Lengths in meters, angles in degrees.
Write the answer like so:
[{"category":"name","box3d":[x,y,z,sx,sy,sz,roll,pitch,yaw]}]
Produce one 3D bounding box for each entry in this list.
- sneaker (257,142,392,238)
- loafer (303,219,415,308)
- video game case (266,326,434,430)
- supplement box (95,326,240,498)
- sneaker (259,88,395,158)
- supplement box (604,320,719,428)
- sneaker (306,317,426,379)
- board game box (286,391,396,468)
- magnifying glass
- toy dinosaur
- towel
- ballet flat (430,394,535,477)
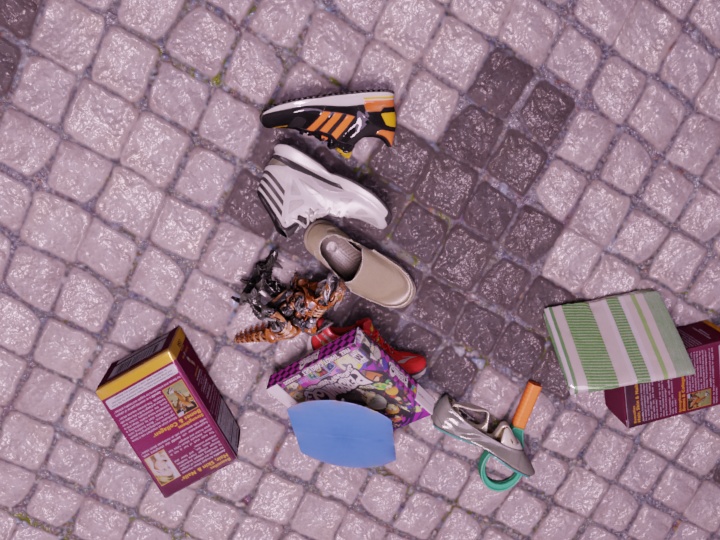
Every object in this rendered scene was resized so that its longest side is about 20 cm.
[{"category":"sneaker","box3d":[-0.058,-0.084,0.987,0.197,0.076,0.118,28,79,-4]},{"category":"loafer","box3d":[0.000,0.000,1.035,0.197,0.068,0.077,31,100,-14]},{"category":"video game case","box3d":[-0.017,0.187,1.044,0.197,0.036,0.181,-29,119,33]},{"category":"supplement box","box3d":[-0.284,0.213,1.044,0.128,0.103,0.204,-26,106,1]},{"category":"sneaker","box3d":[-0.043,-0.202,0.974,0.193,0.070,0.093,-9,103,-6]},{"category":"supplement box","box3d":[0.505,0.168,1.131,0.194,0.086,0.114,-13,106,-3]},{"category":"sneaker","box3d":[0.015,0.120,1.069,0.194,0.077,0.088,12,99,-10]},{"category":"board game box","box3d":[-0.023,0.233,1.036,0.153,0.040,0.203,3,139,10]},{"category":"magnifying glass","box3d":[0.260,0.283,1.169,0.077,0.022,0.206,16,102,-10]},{"category":"toy dinosaur","box3d":[-0.116,0.058,1.023,0.199,0.102,0.136,-40,111,5]},{"category":"towel","box3d":[0.401,0.110,1.085,0.193,0.156,0.024,-9,147,-3]},{"category":"ballet flat","box3d":[0.209,0.266,1.123,0.196,0.067,0.065,28,97,-1]}]
